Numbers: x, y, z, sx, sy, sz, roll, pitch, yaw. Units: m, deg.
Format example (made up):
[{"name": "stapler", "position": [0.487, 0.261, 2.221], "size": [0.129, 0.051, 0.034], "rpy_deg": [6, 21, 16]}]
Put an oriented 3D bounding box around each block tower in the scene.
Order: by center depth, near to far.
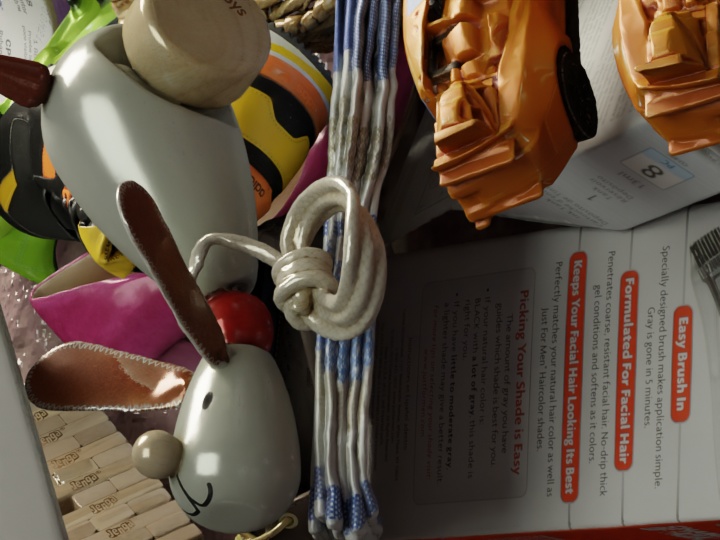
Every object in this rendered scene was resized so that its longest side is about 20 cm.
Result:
[{"name": "block tower", "position": [-0.107, 0.110, 1.212], "size": [0.200, 0.058, 0.054], "rpy_deg": [41, 147, 52]}]

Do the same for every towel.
[{"name": "towel", "position": [0.000, 0.000, 1.023], "size": [0.147, 0.024, 0.200], "rpy_deg": [85, -172, -81]}]

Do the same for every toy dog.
[{"name": "toy dog", "position": [-0.077, -0.014, 0.973], "size": [0.200, 0.096, 0.132], "rpy_deg": [62, 140, 48]}]

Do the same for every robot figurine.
[{"name": "robot figurine", "position": [0.074, -0.113, 0.952], "size": [0.145, 0.058, 0.200], "rpy_deg": [-17, 48, 22]}]

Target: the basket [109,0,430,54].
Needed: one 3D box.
[{"name": "basket", "position": [0.004, -0.164, 1.151], "size": [0.200, 0.149, 0.143], "rpy_deg": [-26, 81, 39]}]

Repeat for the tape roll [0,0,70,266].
[{"name": "tape roll", "position": [-0.207, -0.092, 1.290], "size": [0.066, 0.200, 0.200], "rpy_deg": [19, 96, 48]}]

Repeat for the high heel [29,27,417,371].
[{"name": "high heel", "position": [-0.053, -0.032, 1.183], "size": [0.200, 0.096, 0.067], "rpy_deg": [-56, 10, 32]}]

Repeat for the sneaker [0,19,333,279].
[{"name": "sneaker", "position": [-0.096, -0.035, 1.134], "size": [0.200, 0.070, 0.090], "rpy_deg": [-16, 37, 47]}]

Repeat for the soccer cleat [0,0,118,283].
[{"name": "soccer cleat", "position": [-0.101, -0.083, 1.279], "size": [0.200, 0.081, 0.068], "rpy_deg": [-49, 26, 1]}]

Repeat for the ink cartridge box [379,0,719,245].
[{"name": "ink cartridge box", "position": [0.091, -0.084, 1.052], "size": [0.200, 0.047, 0.160], "rpy_deg": [-26, 38, 60]}]

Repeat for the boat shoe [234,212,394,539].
[{"name": "boat shoe", "position": [-0.025, 0.076, 1.131], "size": [0.072, 0.059, 0.200], "rpy_deg": [14, 108, 39]}]

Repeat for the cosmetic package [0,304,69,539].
[{"name": "cosmetic package", "position": [-0.164, 0.129, 1.005], "size": [0.200, 0.123, 0.200], "rpy_deg": [97, 158, -51]}]

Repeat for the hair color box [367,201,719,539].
[{"name": "hair color box", "position": [0.089, 0.043, 1.041], "size": [0.200, 0.064, 0.111], "rpy_deg": [-9, 73, 47]}]
